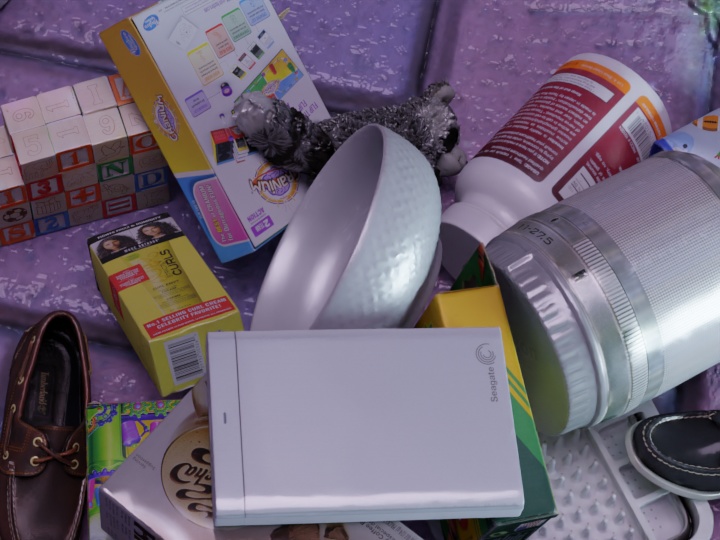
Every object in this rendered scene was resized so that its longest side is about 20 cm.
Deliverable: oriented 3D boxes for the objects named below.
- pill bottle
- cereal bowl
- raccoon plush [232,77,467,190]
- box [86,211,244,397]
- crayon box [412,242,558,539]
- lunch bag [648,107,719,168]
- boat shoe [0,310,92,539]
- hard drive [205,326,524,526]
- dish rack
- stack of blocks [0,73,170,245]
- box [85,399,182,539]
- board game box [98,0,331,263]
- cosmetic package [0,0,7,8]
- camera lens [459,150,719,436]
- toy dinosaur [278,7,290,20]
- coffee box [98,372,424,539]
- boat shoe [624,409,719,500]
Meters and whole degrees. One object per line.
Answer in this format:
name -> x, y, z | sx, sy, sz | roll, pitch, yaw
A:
pill bottle -> 0.149, -0.072, 1.500 | 0.113, 0.113, 0.200 | 38, 67, 16
cereal bowl -> 0.000, 0.000, 1.367 | 0.083, 0.200, 0.201 | 27, 61, -17
raccoon plush -> 0.004, -0.123, 1.483 | 0.200, 0.097, 0.134 | 41, 42, -29
box -> -0.147, 0.022, 1.411 | 0.075, 0.050, 0.200 | -18, 29, -12
crayon box -> 0.077, 0.096, 1.338 | 0.051, 0.127, 0.201 | -8, 71, -14
lunch bag -> 0.345, -0.037, 1.489 | 0.170, 0.124, 0.200 | -30, 61, -20
boat shoe -> -0.234, 0.127, 1.394 | 0.070, 0.070, 0.201 | 7, 62, -24
hard drive -> 0.001, 0.100, 1.231 | 0.199, 0.027, 0.132 | 0, 59, -9
dish rack -> 0.145, 0.171, 1.413 | 0.199, 0.044, 0.172 | -21, 66, -13
stack of blocks -> -0.255, -0.081, 1.483 | 0.199, 0.115, 0.059 | -16, 64, -11
box -> -0.091, 0.200, 1.340 | 0.199, 0.122, 0.193 | -2, 62, -5
board game box -> -0.098, -0.128, 1.471 | 0.153, 0.040, 0.201 | -37, 103, -46
cosmetic package -> -0.384, -0.283, 1.553 | 0.165, 0.165, 0.200 | 31, 64, 13
camera lens -> 0.194, 0.015, 1.385 | 0.199, 0.160, 0.160 | -26, 67, -19
toy dinosaur -> -0.099, -0.119, 1.555 | 0.101, 0.058, 0.201 | 3, 69, -18
coffee box -> -0.062, 0.179, 1.240 | 0.200, 0.080, 0.113 | 37, 64, 14
boat shoe -> 0.295, 0.133, 1.400 | 0.199, 0.060, 0.074 | 12, 54, -17
